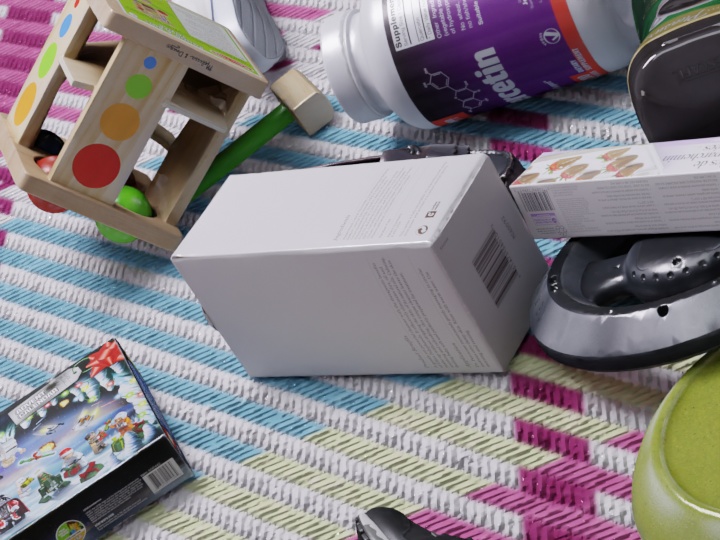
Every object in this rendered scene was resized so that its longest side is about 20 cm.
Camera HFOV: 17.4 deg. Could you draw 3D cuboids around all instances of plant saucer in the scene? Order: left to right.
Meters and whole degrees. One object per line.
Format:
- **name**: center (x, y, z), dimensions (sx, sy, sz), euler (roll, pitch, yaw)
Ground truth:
- **plant saucer**: center (0.224, 0.078, 1.188), dimensions (0.200, 0.031, 0.200), euler (-22, 32, 15)

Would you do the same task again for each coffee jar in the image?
- **coffee jar**: center (0.213, -0.132, 1.400), dimensions (0.104, 0.085, 0.200), euler (-19, 21, 16)

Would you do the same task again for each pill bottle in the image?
- **pill bottle**: center (0.079, -0.162, 1.565), dimensions (0.200, 0.112, 0.113), euler (-17, 35, 23)

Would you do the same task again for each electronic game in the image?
- **electronic game**: center (0.187, -0.007, 1.316), dimensions (0.200, 0.042, 0.200), euler (-23, 23, 11)

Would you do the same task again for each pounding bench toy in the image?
- **pounding bench toy**: center (-0.137, -0.095, 1.660), dimensions (0.156, 0.200, 0.124), euler (-61, 26, 13)

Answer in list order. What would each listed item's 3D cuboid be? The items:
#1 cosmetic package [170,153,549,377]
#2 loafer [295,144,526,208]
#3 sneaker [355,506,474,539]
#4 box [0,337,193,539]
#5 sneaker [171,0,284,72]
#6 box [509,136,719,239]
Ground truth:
- **cosmetic package**: center (0.000, 0.000, 1.415), dimensions (0.200, 0.108, 0.085), euler (-1, 43, 38)
- **loafer**: center (0.010, -0.047, 1.510), dimensions (0.200, 0.063, 0.072), euler (-13, 36, 27)
- **sneaker**: center (0.070, 0.172, 1.170), dimensions (0.088, 0.076, 0.200), euler (-24, 33, -16)
- **box**: center (-0.212, 0.137, 1.468), dimensions (0.200, 0.040, 0.137), euler (-34, 31, -3)
- **sneaker**: center (-0.108, -0.187, 1.812), dimensions (0.071, 0.073, 0.200), euler (-37, 22, 9)
- **box**: center (0.171, -0.046, 1.313), dimensions (0.200, 0.041, 0.039), euler (-3, 32, 47)
